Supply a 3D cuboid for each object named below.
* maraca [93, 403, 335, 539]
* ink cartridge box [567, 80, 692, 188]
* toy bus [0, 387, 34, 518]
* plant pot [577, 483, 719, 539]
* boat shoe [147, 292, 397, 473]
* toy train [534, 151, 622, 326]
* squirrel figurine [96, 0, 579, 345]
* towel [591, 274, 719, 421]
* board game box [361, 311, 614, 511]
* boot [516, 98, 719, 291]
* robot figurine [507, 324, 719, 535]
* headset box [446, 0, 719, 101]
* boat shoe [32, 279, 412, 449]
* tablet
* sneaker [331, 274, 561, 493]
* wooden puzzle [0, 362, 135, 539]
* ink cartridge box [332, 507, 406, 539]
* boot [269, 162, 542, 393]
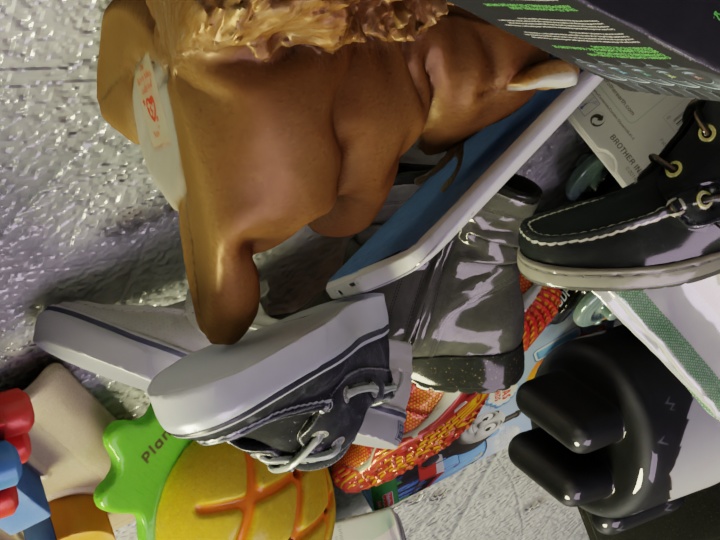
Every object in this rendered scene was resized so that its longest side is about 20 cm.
[{"bbox_3d":[-0.085,0.135,0.866,0.137,0.107,0.200,-54,134,-22],"label":"maraca"},{"bbox_3d":[0.211,-0.116,0.757,0.200,0.120,0.042,-42,152,16],"label":"ink cartridge box"},{"bbox_3d":[-0.250,0.125,0.687,0.191,0.136,0.201,-14,144,-33],"label":"toy bus"},{"bbox_3d":[0.263,0.174,1.155,0.176,0.200,0.200,-20,149,4],"label":"plant pot"},{"bbox_3d":[-0.029,0.057,0.631,0.071,0.068,0.200,-15,-178,16],"label":"boat shoe"},{"bbox_3d":[0.181,-0.043,0.876,0.114,0.085,0.200,-11,144,-47],"label":"toy train"},{"bbox_3d":[0.002,-0.097,0.585,0.186,0.142,0.201,-15,143,-23],"label":"squirrel figurine"},{"bbox_3d":[0.230,-0.014,0.732,0.200,0.031,0.149,-41,117,14],"label":"towel"},{"bbox_3d":[0.085,0.085,1.007,0.199,0.037,0.152,-26,148,-11],"label":"board game box"},{"bbox_3d":[0.159,-0.081,0.649,0.202,0.074,0.155,-13,111,-4],"label":"boot"},{"bbox_3d":[0.198,0.096,0.966,0.199,0.125,0.150,-12,160,-32],"label":"robot figurine"},{"bbox_3d":[0.079,-0.167,0.468,0.199,0.093,0.175,21,91,-26],"label":"headset box"},{"bbox_3d":[-0.067,0.037,0.745,0.199,0.070,0.071,14,167,-3],"label":"boat shoe"},{"bbox_3d":[0.069,-0.062,0.688,0.200,0.014,0.130,-45,-172,-19],"label":"tablet"},{"bbox_3d":[0.045,0.059,0.894,0.200,0.077,0.073,-51,154,16],"label":"sneaker"},{"bbox_3d":[-0.221,0.153,0.827,0.199,0.046,0.185,-31,148,-2],"label":"wooden puzzle"},{"bbox_3d":[-0.065,0.214,1.017,0.199,0.050,0.161,-11,169,1],"label":"ink cartridge box"},{"bbox_3d":[0.000,0.000,0.792,0.198,0.068,0.132,-3,116,-1],"label":"boot"}]
